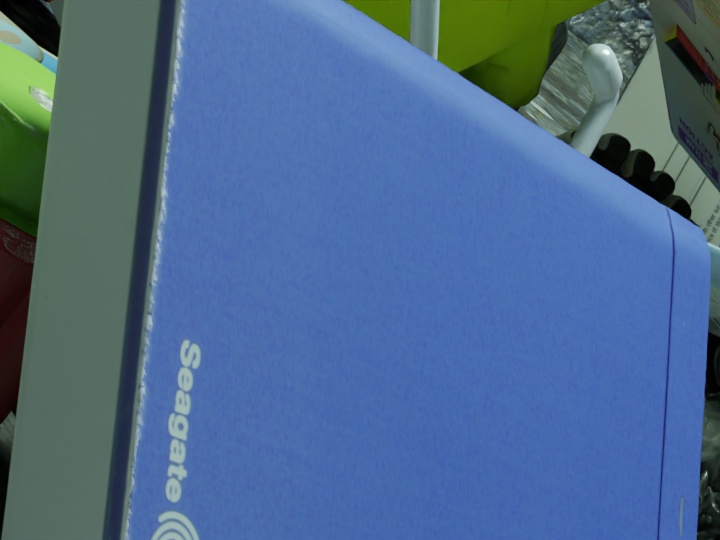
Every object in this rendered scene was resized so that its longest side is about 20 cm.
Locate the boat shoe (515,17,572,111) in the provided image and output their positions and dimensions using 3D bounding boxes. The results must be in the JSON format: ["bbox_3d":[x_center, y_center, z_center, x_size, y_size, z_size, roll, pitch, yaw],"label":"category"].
[{"bbox_3d":[0.036,-0.091,1.020,0.074,0.063,0.202,48,29,-13],"label":"boat shoe"}]

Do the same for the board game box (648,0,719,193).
[{"bbox_3d":[0.147,-0.054,0.909,0.153,0.040,0.200,54,-7,29],"label":"board game box"}]

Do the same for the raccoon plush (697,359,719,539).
[{"bbox_3d":[0.102,0.074,0.790,0.134,0.097,0.200,35,-2,27],"label":"raccoon plush"}]

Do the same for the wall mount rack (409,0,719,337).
[{"bbox_3d":[0.076,-0.040,0.722,0.199,0.075,0.174,26,-8,28],"label":"wall mount rack"}]

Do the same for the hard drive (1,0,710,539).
[{"bbox_3d":[0.010,0.028,0.536,0.025,0.133,0.200,-5,-18,32],"label":"hard drive"}]

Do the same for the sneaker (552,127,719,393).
[{"bbox_3d":[0.111,0.029,1.016,0.200,0.078,0.090,50,-18,-15],"label":"sneaker"}]

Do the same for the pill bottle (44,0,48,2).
[{"bbox_3d":[-0.134,-0.169,0.917,0.200,0.111,0.111,29,14,-48],"label":"pill bottle"}]

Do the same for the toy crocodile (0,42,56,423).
[{"bbox_3d":[-0.045,0.014,0.535,0.200,0.068,0.062,26,20,-46],"label":"toy crocodile"}]

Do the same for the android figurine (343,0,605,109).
[{"bbox_3d":[0.023,-0.103,0.775,0.041,0.181,0.200,52,-22,26],"label":"android figurine"}]

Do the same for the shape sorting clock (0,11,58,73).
[{"bbox_3d":[-0.060,-0.014,0.693,0.200,0.039,0.200,38,9,-7],"label":"shape sorting clock"}]

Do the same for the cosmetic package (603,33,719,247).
[{"bbox_3d":[0.175,0.003,1.074,0.199,0.106,0.071,31,-7,12],"label":"cosmetic package"}]

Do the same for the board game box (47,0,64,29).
[{"bbox_3d":[-0.053,-0.154,0.879,0.152,0.046,0.200,65,29,-4],"label":"board game box"}]
